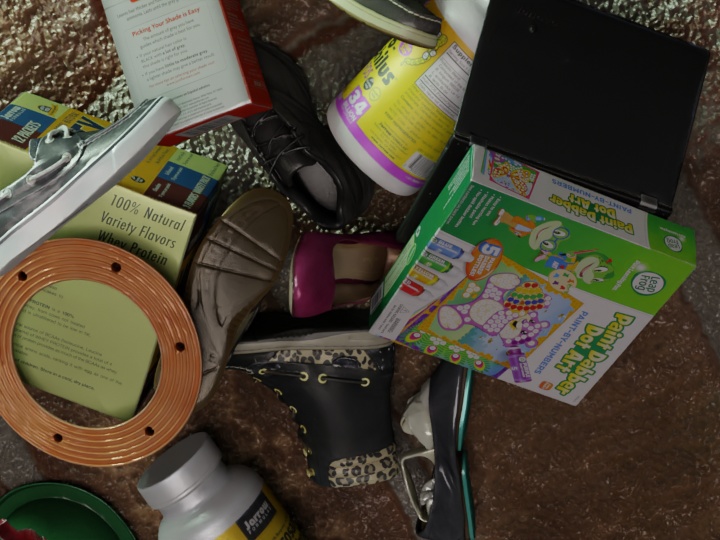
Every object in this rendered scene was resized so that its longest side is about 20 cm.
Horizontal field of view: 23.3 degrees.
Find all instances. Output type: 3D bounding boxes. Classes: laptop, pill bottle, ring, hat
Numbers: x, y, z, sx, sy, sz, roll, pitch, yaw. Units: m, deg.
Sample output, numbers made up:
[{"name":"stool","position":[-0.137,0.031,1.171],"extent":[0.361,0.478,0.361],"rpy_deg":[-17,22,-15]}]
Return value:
[{"name":"laptop","position":[0.152,-0.097,1.388],"extent":[0.185,0.117,0.201],"rpy_deg":[18,137,-11]},{"name":"pill bottle","position":[-0.114,0.251,1.592],"extent":[0.111,0.112,0.201],"rpy_deg":[-31,104,17]},{"name":"ring","position":[-0.224,0.067,1.440],"extent":[0.198,0.019,0.203],"rpy_deg":[3,109,10]},{"name":"pill bottle","position":[0.072,-0.163,1.422],"extent":[0.104,0.104,0.200],"rpy_deg":[42,109,-9]},{"name":"hat","position":[-0.303,0.301,1.599],"extent":[0.165,0.176,0.201],"rpy_deg":[-30,104,17]}]

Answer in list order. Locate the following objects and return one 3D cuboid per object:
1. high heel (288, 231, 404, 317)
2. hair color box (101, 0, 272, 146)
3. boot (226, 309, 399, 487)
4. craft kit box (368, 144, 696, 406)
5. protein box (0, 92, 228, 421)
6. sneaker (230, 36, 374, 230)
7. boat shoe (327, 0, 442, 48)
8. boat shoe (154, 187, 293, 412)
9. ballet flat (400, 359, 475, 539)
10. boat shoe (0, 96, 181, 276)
[{"name":"high heel","position":[0.000,0.000,1.441],"extent":[0.095,0.200,0.068],"rpy_deg":[6,105,11]},{"name":"hair color box","position":[-0.152,-0.213,1.421],"extent":[0.100,0.061,0.202],"rpy_deg":[-18,87,15]},{"name":"boot","position":[-0.062,0.118,1.556],"extent":[0.201,0.074,0.156],"rpy_deg":[-4,108,5]},{"name":"craft kit box","position":[0.133,0.010,1.390],"extent":[0.195,0.049,0.201],"rpy_deg":[17,137,-15]},{"name":"protein box","position":[-0.244,-0.014,1.500],"extent":[0.196,0.135,0.202],"rpy_deg":[20,112,0]},{"name":"sneaker","position":[-0.064,-0.116,1.464],"extent":[0.076,0.091,0.200],"rpy_deg":[-41,99,20]},{"name":"boat shoe","position":[-0.007,-0.244,1.384],"extent":[0.200,0.071,0.066],"rpy_deg":[38,106,32]},{"name":"boat shoe","position":[-0.120,0.021,1.476],"extent":[0.073,0.065,0.201],"rpy_deg":[28,91,-10]},{"name":"ballet flat","position":[0.069,0.156,1.559],"extent":[0.072,0.073,0.202],"rpy_deg":[1,112,7]},{"name":"boat shoe","position":[-0.232,-0.081,1.370],"extent":[0.199,0.072,0.068],"rpy_deg":[-39,92,8]}]
